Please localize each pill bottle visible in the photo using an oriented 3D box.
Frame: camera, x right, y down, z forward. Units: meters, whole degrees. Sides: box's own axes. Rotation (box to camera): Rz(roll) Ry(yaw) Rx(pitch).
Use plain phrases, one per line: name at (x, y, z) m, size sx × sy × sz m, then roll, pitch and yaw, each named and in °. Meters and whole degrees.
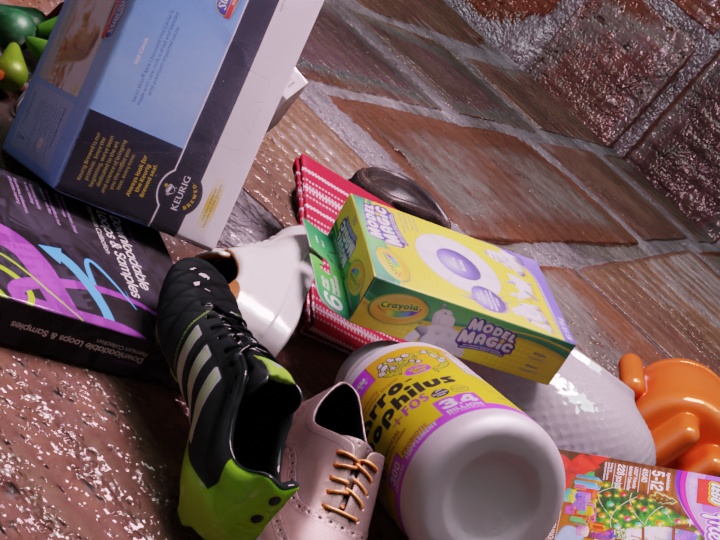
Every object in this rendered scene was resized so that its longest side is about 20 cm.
pill bottle at (0.045, 0.110, 0.791) m, size 0.104 × 0.104 × 0.200 m, roll 30°, pitch 3°, yaw -23°

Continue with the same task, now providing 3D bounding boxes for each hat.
hat at (0.034, -0.049, 1.198) m, size 0.200 × 0.081 × 0.201 m, roll 35°, pitch 19°, yaw -14°

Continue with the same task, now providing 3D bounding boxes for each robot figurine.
robot figurine at (0.318, 0.159, 1.205) m, size 0.143 × 0.117 × 0.200 m, roll 13°, pitch 18°, yaw 9°

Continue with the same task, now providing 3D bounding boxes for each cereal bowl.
cereal bowl at (0.165, 0.107, 1.003) m, size 0.200 × 0.083 × 0.200 m, roll 35°, pitch 1°, yaw -1°

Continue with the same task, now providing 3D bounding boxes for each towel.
towel at (0.000, 0.000, 1.043) m, size 0.144 × 0.022 × 0.200 m, roll 28°, pitch 40°, yaw -33°

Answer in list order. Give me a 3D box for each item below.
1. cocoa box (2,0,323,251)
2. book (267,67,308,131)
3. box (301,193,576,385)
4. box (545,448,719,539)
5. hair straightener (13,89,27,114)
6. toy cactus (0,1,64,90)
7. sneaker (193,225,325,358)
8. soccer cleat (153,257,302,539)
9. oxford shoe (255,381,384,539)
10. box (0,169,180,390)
cocoa box at (-0.142, -0.139, 0.852) m, size 0.131 × 0.200 × 0.133 m, roll 22°, pitch 5°, yaw -35°
book at (-0.132, -0.207, 1.012) m, size 0.200 × 0.048 × 0.134 m, roll 51°, pitch -18°, yaw -4°
box at (0.055, 0.009, 0.905) m, size 0.200 × 0.048 × 0.117 m, roll 16°, pitch 30°, yaw -21°
box at (0.173, 0.202, 0.775) m, size 0.136 × 0.039 × 0.200 m, roll 9°, pitch 34°, yaw 13°
hair straightener at (-0.198, -0.109, 1.001) m, size 0.200 × 0.041 × 0.077 m, roll 15°, pitch 9°, yaw -39°
toy cactus at (-0.294, -0.212, 0.967) m, size 0.165 × 0.102 × 0.200 m, roll 33°, pitch 22°, yaw 17°
sneaker at (-0.080, -0.002, 0.897) m, size 0.085 × 0.073 × 0.200 m, roll 34°, pitch 19°, yaw -8°
soccer cleat at (-0.073, 0.063, 0.698) m, size 0.067 × 0.081 × 0.200 m, roll 26°, pitch 36°, yaw -38°
oxford shoe at (-0.024, 0.133, 0.697) m, size 0.071 × 0.073 × 0.200 m, roll 32°, pitch 21°, yaw -21°
box at (-0.193, -0.003, 0.753) m, size 0.200 × 0.036 × 0.143 m, roll 24°, pitch 25°, yaw -42°
